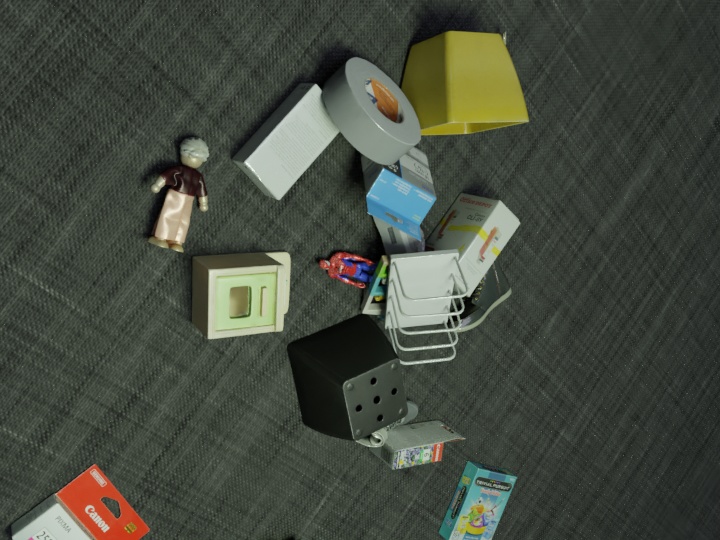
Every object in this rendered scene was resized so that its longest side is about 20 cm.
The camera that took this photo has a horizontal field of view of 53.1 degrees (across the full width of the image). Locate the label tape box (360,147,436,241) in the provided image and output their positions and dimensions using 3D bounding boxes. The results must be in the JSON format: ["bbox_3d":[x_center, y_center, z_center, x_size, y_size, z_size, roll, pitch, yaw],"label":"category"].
[{"bbox_3d":[0.076,-0.175,1.415,0.143,0.201,0.063,24,131,-33],"label":"label tape box"}]

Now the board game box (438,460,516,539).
[{"bbox_3d":[0.303,0.604,1.856,0.150,0.047,0.202,21,92,-34],"label":"board game box"}]

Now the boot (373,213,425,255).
[{"bbox_3d":[0.083,-0.101,1.523,0.095,0.073,0.202,-23,103,-58],"label":"boot"}]

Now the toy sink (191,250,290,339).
[{"bbox_3d":[-0.205,0.043,1.351,0.198,0.112,0.132,-3,106,-30],"label":"toy sink"}]

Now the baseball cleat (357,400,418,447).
[{"bbox_3d":[0.054,0.345,1.597,0.198,0.107,0.070,-7,121,-25],"label":"baseball cleat"}]

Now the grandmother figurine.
[{"bbox_3d":[-0.318,-0.139,1.269,0.121,0.060,0.202,17,91,-61],"label":"grandmother figurine"}]

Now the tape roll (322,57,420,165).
[{"bbox_3d":[0.024,-0.298,1.348,0.199,0.202,0.066,29,130,-34],"label":"tape roll"}]

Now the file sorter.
[{"bbox_3d":[0.130,0.078,1.439,0.137,0.125,0.201,-5,134,-8],"label":"file sorter"}]

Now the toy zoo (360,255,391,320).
[{"bbox_3d":[0.079,0.040,1.516,0.130,0.021,0.201,-2,141,-20],"label":"toy zoo"}]

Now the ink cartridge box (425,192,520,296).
[{"bbox_3d":[0.228,-0.062,1.567,0.083,0.145,0.201,41,81,-31],"label":"ink cartridge box"}]

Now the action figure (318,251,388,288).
[{"bbox_3d":[0.000,0.000,1.502,0.198,0.052,0.066,11,114,-31],"label":"action figure"}]

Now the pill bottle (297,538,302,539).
[{"bbox_3d":[-0.200,0.651,1.524,0.198,0.111,0.112,-18,112,-26],"label":"pill bottle"}]

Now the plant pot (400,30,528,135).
[{"bbox_3d":[0.195,-0.372,1.443,0.198,0.199,0.178,-7,95,-29],"label":"plant pot"}]

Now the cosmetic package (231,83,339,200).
[{"bbox_3d":[-0.131,-0.242,1.341,0.200,0.071,0.102,-50,122,-11],"label":"cosmetic package"}]

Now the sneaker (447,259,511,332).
[{"bbox_3d":[0.259,0.053,1.668,0.200,0.075,0.107,-37,115,-28],"label":"sneaker"}]

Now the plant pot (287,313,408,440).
[{"bbox_3d":[-0.010,0.232,1.485,0.198,0.177,0.202,-20,112,-26],"label":"plant pot"}]

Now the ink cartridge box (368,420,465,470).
[{"bbox_3d":[0.130,0.398,1.656,0.198,0.109,0.051,-1,104,-31],"label":"ink cartridge box"}]

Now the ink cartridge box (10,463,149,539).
[{"bbox_3d":[-0.508,0.488,1.333,0.173,0.043,0.201,-36,119,-17],"label":"ink cartridge box"}]

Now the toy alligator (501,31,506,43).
[{"bbox_3d":[0.288,-0.412,1.563,0.054,0.059,0.202,1,107,11],"label":"toy alligator"}]
